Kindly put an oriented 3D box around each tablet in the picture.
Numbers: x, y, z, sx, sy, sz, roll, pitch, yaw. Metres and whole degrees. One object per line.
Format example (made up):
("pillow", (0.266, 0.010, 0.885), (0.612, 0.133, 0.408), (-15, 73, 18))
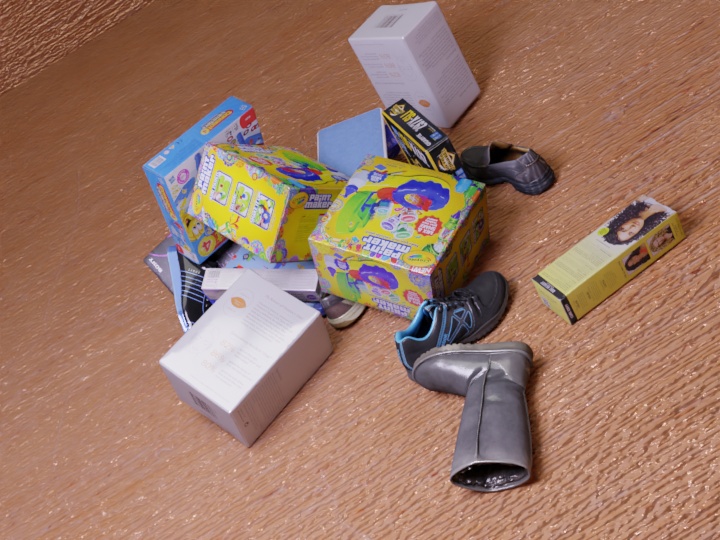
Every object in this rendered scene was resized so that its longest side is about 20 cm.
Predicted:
("tablet", (-0.015, -0.197, 1.785), (0.129, 0.014, 0.201), (-19, 43, 15))

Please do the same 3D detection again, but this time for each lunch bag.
("lunch bag", (-0.130, 0.038, 1.687), (0.199, 0.094, 0.151), (23, 65, 38))

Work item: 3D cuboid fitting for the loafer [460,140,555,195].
("loafer", (0.227, -0.181, 1.672), (0.073, 0.073, 0.199), (-46, 34, -19))

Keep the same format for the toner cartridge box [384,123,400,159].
("toner cartridge box", (-0.008, -0.177, 1.847), (0.200, 0.043, 0.095), (-42, -5, -15))

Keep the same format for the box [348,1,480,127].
("box", (0.100, -0.374, 1.899), (0.152, 0.201, 0.106), (13, 55, 48))

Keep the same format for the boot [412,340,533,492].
("boot", (0.134, 0.183, 1.290), (0.181, 0.073, 0.201), (-15, 43, 29))

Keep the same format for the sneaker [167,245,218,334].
("sneaker", (-0.268, 0.037, 1.745), (0.077, 0.070, 0.202), (-18, 72, 6))

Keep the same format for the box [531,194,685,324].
("box", (0.331, -0.017, 1.391), (0.199, 0.050, 0.075), (-37, 33, -7))

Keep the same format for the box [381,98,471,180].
("box", (0.118, -0.176, 1.677), (0.049, 0.160, 0.200), (-33, 33, -2))

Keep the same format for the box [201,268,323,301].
("box", (-0.153, 0.022, 1.635), (0.198, 0.039, 0.042), (0, 62, 19))

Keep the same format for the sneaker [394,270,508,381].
("sneaker", (0.128, 0.063, 1.426), (0.200, 0.082, 0.073), (-46, 34, -21))

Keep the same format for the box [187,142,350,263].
("box", (-0.127, -0.109, 1.639), (0.192, 0.123, 0.199), (29, 20, 32))

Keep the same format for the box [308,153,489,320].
("box", (0.062, -0.046, 1.537), (0.199, 0.123, 0.193), (16, 54, 24))

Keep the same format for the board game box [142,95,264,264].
("board game box", (-0.238, -0.146, 1.702), (0.056, 0.197, 0.200), (28, 60, 33))

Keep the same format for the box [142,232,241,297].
("box", (-0.261, -0.033, 1.815), (0.200, 0.143, 0.036), (-44, -10, 0))

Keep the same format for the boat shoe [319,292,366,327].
("boat shoe", (0.000, 0.000, 1.631), (0.073, 0.065, 0.201), (-6, 40, 37))

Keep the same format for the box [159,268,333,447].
("box", (-0.164, 0.125, 1.523), (0.152, 0.107, 0.200), (30, 64, 29))
